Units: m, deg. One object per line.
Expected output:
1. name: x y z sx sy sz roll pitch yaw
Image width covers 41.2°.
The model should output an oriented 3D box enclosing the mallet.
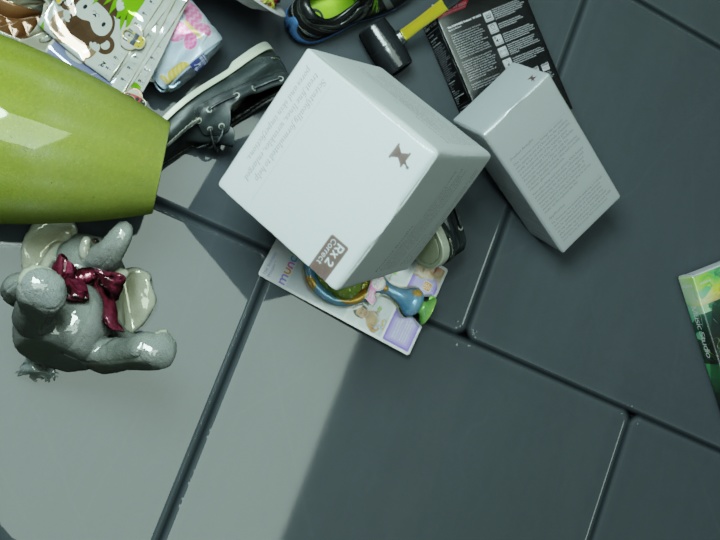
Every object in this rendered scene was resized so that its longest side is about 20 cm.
1. mallet: 0.085 -0.307 1.092 0.200 0.041 0.066 -41 92 19

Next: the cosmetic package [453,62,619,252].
1. cosmetic package: 0.206 -0.128 1.103 0.101 0.071 0.200 -43 124 -4

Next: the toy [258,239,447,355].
1. toy: 0.000 0.000 1.088 0.199 0.047 0.116 30 77 -14

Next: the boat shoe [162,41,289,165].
1. boat shoe: -0.152 -0.165 1.038 0.066 0.075 0.199 46 65 2

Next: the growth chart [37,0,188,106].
1. growth chart: -0.254 -0.255 0.971 0.144 0.018 0.201 24 102 -5

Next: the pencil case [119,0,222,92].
1. pencil case: -0.237 -0.286 1.014 0.091 0.083 0.200 -40 99 -1

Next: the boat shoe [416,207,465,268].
1. boat shoe: 0.069 -0.104 1.099 0.066 0.074 0.200 -18 79 -39

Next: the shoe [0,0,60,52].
1. shoe: -0.355 -0.254 0.989 0.199 0.053 0.070 18 81 -16

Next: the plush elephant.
1. plush elephant: -0.271 0.019 0.955 0.164 0.200 0.155 29 55 -27

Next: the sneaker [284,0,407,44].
1. sneaker: 0.005 -0.324 1.092 0.199 0.083 0.071 -34 97 -17

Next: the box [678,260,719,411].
1. box: 0.509 0.079 1.249 0.144 0.036 0.201 -20 92 -18

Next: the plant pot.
1. plant pot: -0.291 -0.121 0.926 0.199 0.187 0.188 11 83 -14

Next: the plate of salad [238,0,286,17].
1. plate of salad: -0.150 -0.335 0.990 0.200 0.200 0.048 37 104 -12

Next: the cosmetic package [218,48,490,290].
1. cosmetic package: 0.001 -0.102 0.968 0.165 0.200 0.165 41 108 14

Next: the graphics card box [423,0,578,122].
1. graphics card box: 0.168 -0.240 1.155 0.125 0.051 0.201 -26 93 -17
